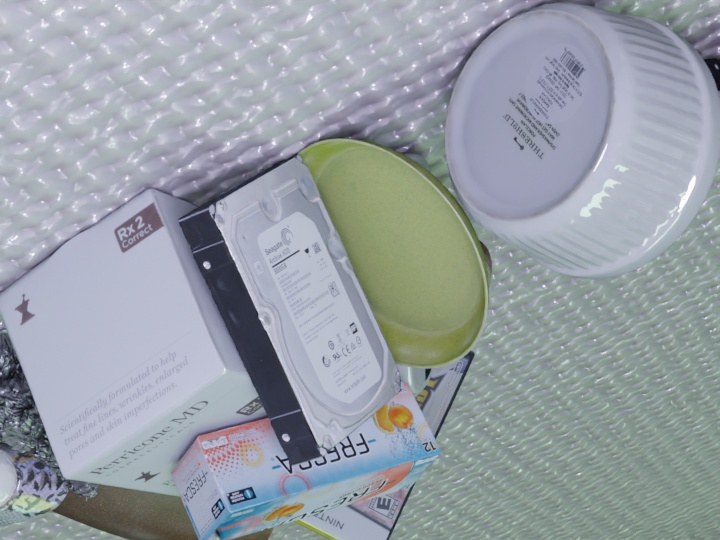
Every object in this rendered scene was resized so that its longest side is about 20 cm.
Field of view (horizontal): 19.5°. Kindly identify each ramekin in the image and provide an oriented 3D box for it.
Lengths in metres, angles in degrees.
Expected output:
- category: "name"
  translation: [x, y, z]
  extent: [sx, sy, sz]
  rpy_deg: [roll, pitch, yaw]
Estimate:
- category: "ramekin"
  translation: [0.153, -0.101, 1.532]
  extent: [0.105, 0.201, 0.200]
  rpy_deg: [16, 136, -45]

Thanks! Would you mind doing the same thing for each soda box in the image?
- category: "soda box"
  translation: [-0.040, 0.148, 1.612]
  extent: [0.199, 0.069, 0.064]
  rpy_deg: [-12, 155, -32]

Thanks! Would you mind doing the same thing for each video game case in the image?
- category: "video game case"
  translation: [-0.020, 0.119, 1.782]
  extent: [0.180, 0.201, 0.025]
  rpy_deg: [29, 171, -18]

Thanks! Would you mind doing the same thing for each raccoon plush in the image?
- category: "raccoon plush"
  translation: [-0.291, 0.134, 1.678]
  extent: [0.199, 0.134, 0.097]
  rpy_deg: [-22, 158, -7]

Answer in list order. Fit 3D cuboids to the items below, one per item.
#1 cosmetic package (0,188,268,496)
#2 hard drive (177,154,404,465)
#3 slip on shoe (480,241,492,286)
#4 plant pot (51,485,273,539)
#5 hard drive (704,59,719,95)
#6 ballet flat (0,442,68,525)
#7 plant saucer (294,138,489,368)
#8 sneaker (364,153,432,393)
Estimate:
- category: "cosmetic package"
  translation: [-0.142, 0.062, 1.628]
  extent: [0.165, 0.166, 0.200]
  rpy_deg: [-34, 156, 20]
- category: "hard drive"
  translation: [-0.047, 0.026, 1.555]
  extent: [0.038, 0.201, 0.140]
  rpy_deg: [-21, -173, 33]
- category: "slip on shoe"
  translation: [0.021, 0.018, 1.841]
  extent: [0.199, 0.076, 0.061]
  rpy_deg: [-22, -155, 18]
- category: "plant pot"
  translation: [-0.191, 0.157, 1.819]
  extent: [0.199, 0.188, 0.187]
  rpy_deg: [7, 146, -27]
- category: "hard drive"
  translation: [0.216, -0.117, 1.699]
  extent: [0.140, 0.038, 0.200]
  rpy_deg: [-38, 165, 30]
- category: "ballet flat"
  translation: [-0.340, 0.170, 1.707]
  extent: [0.199, 0.072, 0.072]
  rpy_deg: [5, 158, 5]
- category: "plant saucer"
  translation: [0.023, -0.018, 1.608]
  extent: [0.031, 0.200, 0.200]
  rpy_deg: [-40, 172, -39]
- category: "sneaker"
  translation: [0.000, 0.000, 1.708]
  extent: [0.111, 0.201, 0.073]
  rpy_deg: [8, -161, 23]
